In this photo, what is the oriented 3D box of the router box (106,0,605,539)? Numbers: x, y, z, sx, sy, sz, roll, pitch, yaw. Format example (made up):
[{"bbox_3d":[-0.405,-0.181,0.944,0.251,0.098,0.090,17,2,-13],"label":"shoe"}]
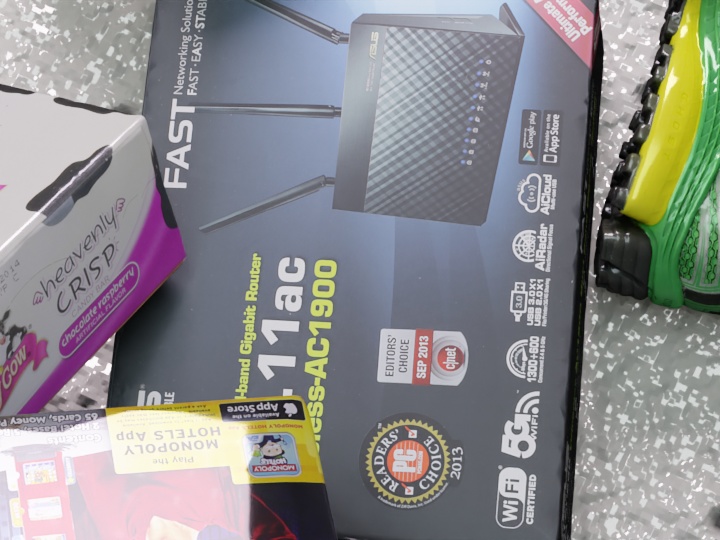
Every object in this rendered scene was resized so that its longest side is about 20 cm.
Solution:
[{"bbox_3d":[0.000,0.000,0.849,0.149,0.062,0.201,3,73,9],"label":"router box"}]

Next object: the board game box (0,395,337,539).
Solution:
[{"bbox_3d":[-0.097,0.133,0.656,0.199,0.062,0.200,-3,50,-12],"label":"board game box"}]

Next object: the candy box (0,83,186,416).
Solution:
[{"bbox_3d":[-0.175,-0.006,0.812,0.199,0.061,0.136,14,46,33],"label":"candy box"}]

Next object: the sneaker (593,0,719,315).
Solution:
[{"bbox_3d":[0.143,-0.077,0.859,0.085,0.078,0.201,18,82,2],"label":"sneaker"}]
